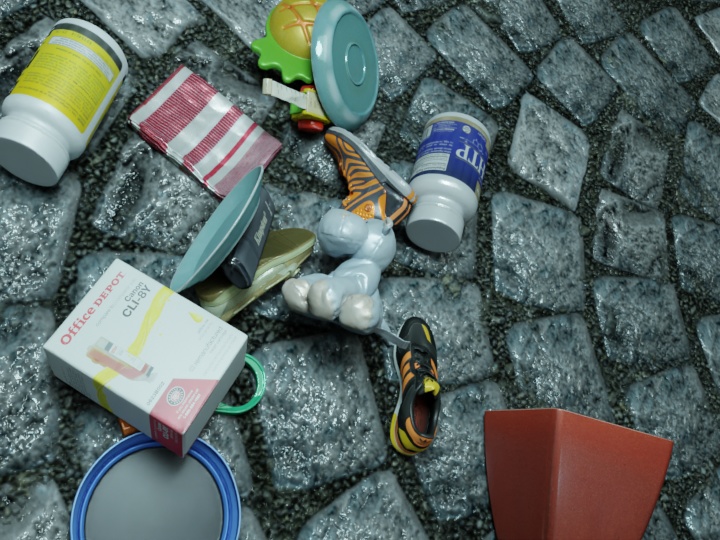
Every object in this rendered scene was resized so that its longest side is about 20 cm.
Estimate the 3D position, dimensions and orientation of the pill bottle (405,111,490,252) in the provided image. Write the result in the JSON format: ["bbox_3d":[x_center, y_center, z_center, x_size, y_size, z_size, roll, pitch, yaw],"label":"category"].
[{"bbox_3d":[0.137,-0.139,1.142,0.117,0.120,0.205,23,62,-13],"label":"pill bottle"}]

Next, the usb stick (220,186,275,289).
[{"bbox_3d":[-0.151,-0.050,0.976,0.056,0.032,0.202,55,22,-28],"label":"usb stick"}]

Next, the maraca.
[{"bbox_3d":[-0.094,-0.373,1.139,0.135,0.108,0.202,27,55,4],"label":"maraca"}]

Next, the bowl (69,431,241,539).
[{"bbox_3d":[-0.241,0.295,0.844,0.195,0.039,0.207,9,66,-21],"label":"bowl"}]

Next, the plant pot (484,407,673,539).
[{"bbox_3d":[0.290,0.307,0.996,0.195,0.199,0.181,16,74,-16],"label":"plant pot"}]

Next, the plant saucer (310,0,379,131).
[{"bbox_3d":[-0.016,-0.327,1.131,0.199,0.027,0.207,-3,93,-61],"label":"plant saucer"}]

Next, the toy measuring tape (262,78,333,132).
[{"bbox_3d":[-0.100,-0.256,1.091,0.198,0.073,0.075,3,64,-55],"label":"toy measuring tape"}]

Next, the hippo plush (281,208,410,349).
[{"bbox_3d":[0.000,0.000,0.981,0.195,0.159,0.165,19,83,-13],"label":"hippo plush"}]

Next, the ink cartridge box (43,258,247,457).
[{"bbox_3d":[-0.256,0.103,0.863,0.196,0.084,0.147,29,57,5],"label":"ink cartridge box"}]

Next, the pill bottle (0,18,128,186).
[{"bbox_3d":[-0.399,-0.222,0.941,0.112,0.114,0.204,24,61,-12],"label":"pill bottle"}]

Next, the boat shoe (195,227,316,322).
[{"bbox_3d":[-0.141,0.005,0.999,0.072,0.065,0.199,22,45,36],"label":"boat shoe"}]

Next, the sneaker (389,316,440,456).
[{"bbox_3d":[0.090,0.157,1.017,0.068,0.090,0.206,14,65,-17],"label":"sneaker"}]

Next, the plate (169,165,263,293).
[{"bbox_3d":[-0.180,-0.049,0.923,0.025,0.199,0.204,36,59,-20],"label":"plate"}]

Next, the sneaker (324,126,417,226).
[{"bbox_3d":[-0.013,-0.133,1.097,0.112,0.078,0.200,-46,61,1],"label":"sneaker"}]

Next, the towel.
[{"bbox_3d":[-0.230,-0.206,1.064,0.198,0.023,0.145,38,59,-5],"label":"towel"}]

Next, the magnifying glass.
[{"bbox_3d":[-0.214,0.166,0.922,0.196,0.022,0.081,-17,77,-31],"label":"magnifying glass"}]
